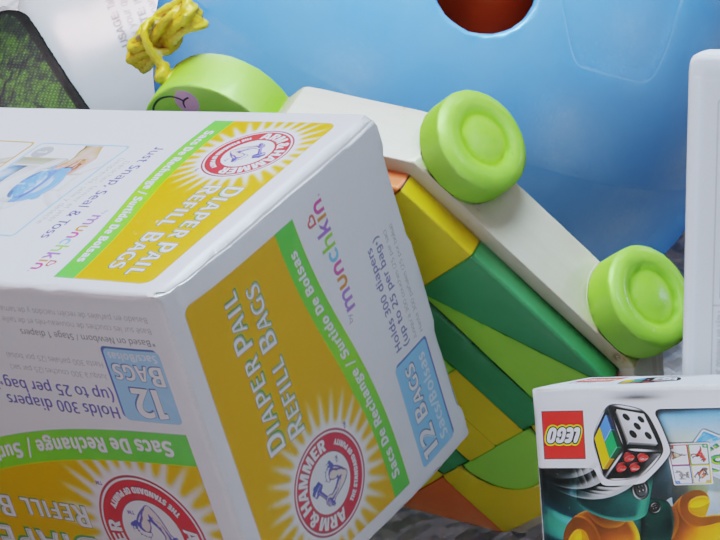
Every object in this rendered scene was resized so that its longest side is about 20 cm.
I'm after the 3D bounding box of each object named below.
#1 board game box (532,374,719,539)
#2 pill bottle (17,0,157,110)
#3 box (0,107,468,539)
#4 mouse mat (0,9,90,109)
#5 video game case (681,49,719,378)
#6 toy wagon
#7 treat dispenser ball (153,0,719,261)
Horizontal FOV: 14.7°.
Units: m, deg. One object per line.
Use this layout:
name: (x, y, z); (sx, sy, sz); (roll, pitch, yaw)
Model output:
board game box: (0.139, 0.089, 0.699); (0.200, 0.126, 0.035); (-3, 2, 35)
pill bottle: (-0.077, -0.077, 1.101); (0.200, 0.114, 0.114); (-21, 31, 0)
box: (-0.085, 0.022, 0.821); (0.200, 0.113, 0.101); (3, 32, 39)
mouse mat: (-0.156, -0.003, 0.991); (0.161, 0.008, 0.200); (-32, 46, -5)
video game case: (0.166, 0.044, 0.713); (0.182, 0.200, 0.023); (4, 5, 35)
toy wagon: (0.000, 0.000, 0.852); (0.155, 0.200, 0.040); (-34, 19, 48)
treat dispenser ball: (0.030, -0.073, 0.949); (0.201, 0.201, 0.201); (-15, 32, 10)
